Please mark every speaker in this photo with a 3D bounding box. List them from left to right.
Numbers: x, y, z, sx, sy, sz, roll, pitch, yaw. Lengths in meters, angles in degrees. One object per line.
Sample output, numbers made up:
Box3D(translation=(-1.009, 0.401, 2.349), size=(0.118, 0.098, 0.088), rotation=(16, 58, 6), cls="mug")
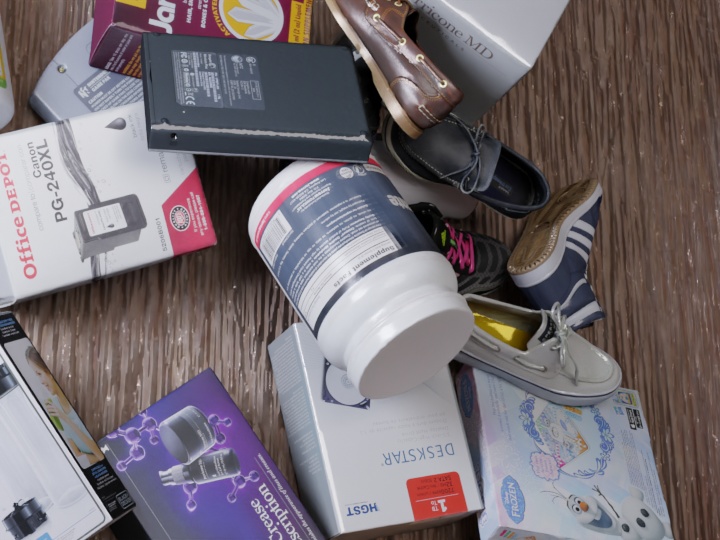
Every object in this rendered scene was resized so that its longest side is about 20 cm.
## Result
Box3D(translation=(0.019, -0.097, 1.642), size=(0.198, 0.081, 0.082), rotation=(3, 69, -24), cls="speaker")

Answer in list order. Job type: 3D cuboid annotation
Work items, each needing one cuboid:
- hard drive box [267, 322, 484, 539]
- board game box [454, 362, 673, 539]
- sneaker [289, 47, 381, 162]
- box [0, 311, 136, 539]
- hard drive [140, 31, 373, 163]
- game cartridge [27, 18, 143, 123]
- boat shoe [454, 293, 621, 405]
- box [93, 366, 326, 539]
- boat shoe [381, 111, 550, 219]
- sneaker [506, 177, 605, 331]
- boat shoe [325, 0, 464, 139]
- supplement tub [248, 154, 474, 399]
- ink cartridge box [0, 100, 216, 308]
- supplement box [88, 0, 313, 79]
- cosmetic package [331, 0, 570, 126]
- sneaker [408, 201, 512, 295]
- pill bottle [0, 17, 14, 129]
Box3D(translation=(0.013, 0.147, 1.546), size=(0.154, 0.077, 0.202), rotation=(-6, 74, -27), cls="hard drive box")
Box3D(translation=(0.199, 0.191, 1.602), size=(0.197, 0.043, 0.201), rotation=(14, 45, -22), cls="board game box")
Box3D(translation=(-0.010, -0.148, 1.573), size=(0.087, 0.076, 0.200), rotation=(41, 48, 15), cls="sneaker")
Box3D(translation=(-0.294, 0.150, 1.370), size=(0.116, 0.060, 0.201), rotation=(-34, 86, 13), cls="box")
Box3D(translation=(-0.095, -0.157, 1.468), size=(0.198, 0.033, 0.140), rotation=(2, 44, -14), cls="hard drive")
Box3D(translation=(-0.221, -0.187, 1.587), size=(0.133, 0.042, 0.200), rotation=(44, 58, 1), cls="game cartridge")
Box3D(translation=(0.177, 0.067, 1.601), size=(0.200, 0.086, 0.075), rotation=(22, 53, -10), cls="boat shoe")
Box3D(translation=(-0.140, 0.211, 1.447), size=(0.141, 0.079, 0.201), rotation=(-33, 87, -29), cls="box")
Box3D(translation=(0.107, -0.108, 1.600), size=(0.199, 0.062, 0.075), rotation=(28, 78, -29), cls="boat shoe")
Box3D(translation=(0.221, -0.009, 1.714), size=(0.109, 0.070, 0.200), rotation=(59, 38, -18), cls="sneaker")
Box3D(translation=(0.030, -0.222, 1.546), size=(0.201, 0.070, 0.070), rotation=(59, 21, 17), cls="boat shoe")
Box3D(translation=(0.000, 0.000, 1.475), size=(0.139, 0.141, 0.201), rotation=(-18, 59, -30), cls="supplement tub")
Box3D(translation=(-0.248, -0.063, 1.471), size=(0.198, 0.083, 0.147), rotation=(-17, 94, -26), cls="ink cartridge box")
Box3D(translation=(-0.152, -0.238, 1.570), size=(0.198, 0.086, 0.111), rotation=(13, 66, -21), cls="supplement box")
Box3D(translation=(0.097, -0.266, 1.675), size=(0.167, 0.200, 0.167), rotation=(36, 59, -8), cls="cosmetic package")
Box3D(translation=(0.075, -0.021, 1.634), size=(0.198, 0.087, 0.075), rotation=(10, 66, -22), cls="sneaker")
Box3D(translation=(-0.381, -0.226, 1.480), size=(0.110, 0.111, 0.202), rotation=(-4, 72, -27), cls="pill bottle")
